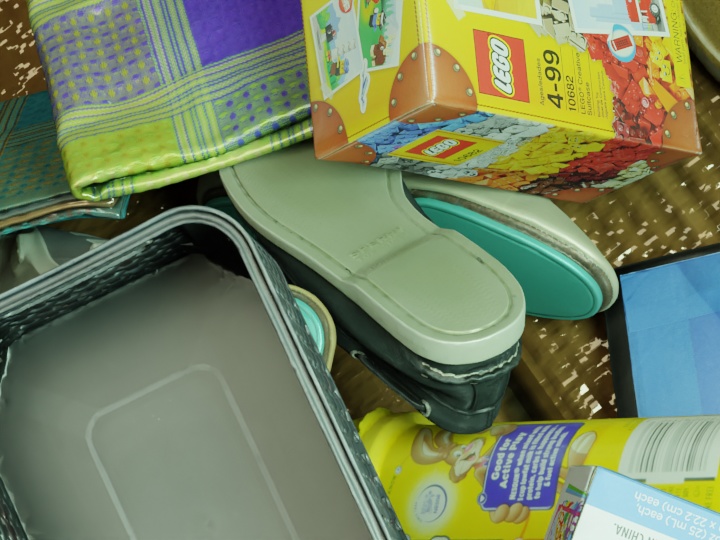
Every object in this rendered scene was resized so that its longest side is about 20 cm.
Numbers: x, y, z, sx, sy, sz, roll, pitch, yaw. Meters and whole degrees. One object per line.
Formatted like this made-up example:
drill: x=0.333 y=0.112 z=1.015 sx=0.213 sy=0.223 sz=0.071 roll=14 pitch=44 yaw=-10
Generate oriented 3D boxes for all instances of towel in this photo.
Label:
towel: x=-0.075 y=-0.121 z=1.206 sx=0.143 sy=0.023 sz=0.201 roll=-18 pitch=49 yaw=3
towel: x=-0.183 y=-0.038 z=1.248 sx=0.199 sy=0.147 sz=0.022 roll=-13 pitch=113 yaw=13

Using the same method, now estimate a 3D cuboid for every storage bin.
storage bin: x=-0.062 y=0.092 z=1.033 sx=0.135 sy=0.094 sz=0.201 roll=-26 pitch=82 yaw=1

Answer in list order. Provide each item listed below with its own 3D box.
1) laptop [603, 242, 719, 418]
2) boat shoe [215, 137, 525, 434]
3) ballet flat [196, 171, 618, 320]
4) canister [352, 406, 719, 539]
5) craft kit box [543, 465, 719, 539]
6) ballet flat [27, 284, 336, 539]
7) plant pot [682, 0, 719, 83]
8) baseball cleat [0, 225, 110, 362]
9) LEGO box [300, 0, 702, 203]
laptop: x=0.184 y=0.039 z=1.090 sx=0.103 sy=0.200 sz=0.178 roll=2 pitch=64 yaw=-17
boat shoe: x=0.002 y=-0.001 z=1.139 sx=0.074 sy=0.066 sz=0.199 roll=-26 pitch=41 yaw=-25
ballet flat: x=0.025 y=-0.032 z=1.215 sx=0.199 sy=0.069 sz=0.070 roll=13 pitch=77 yaw=20
canister: x=0.078 y=0.129 z=1.091 sx=0.199 sy=0.086 sz=0.149 roll=-5 pitch=69 yaw=41
craft kit box: x=0.133 y=0.194 z=0.969 sx=0.199 sy=0.049 sz=0.199 roll=22 pitch=81 yaw=-8
ballet flat: x=-0.084 y=0.085 z=1.114 sx=0.069 sy=0.063 sz=0.200 roll=42 pitch=89 yaw=5
plant pot: x=0.184 y=-0.147 z=1.150 sx=0.027 sy=0.200 sz=0.200 roll=-18 pitch=60 yaw=-38
baseball cleat: x=-0.099 y=0.022 z=1.205 sx=0.200 sy=0.106 sz=0.070 roll=7 pitch=84 yaw=63
LEGO box: x=0.051 y=-0.140 z=1.146 sx=0.077 sy=0.148 sz=0.201 roll=-24 pitch=66 yaw=47
